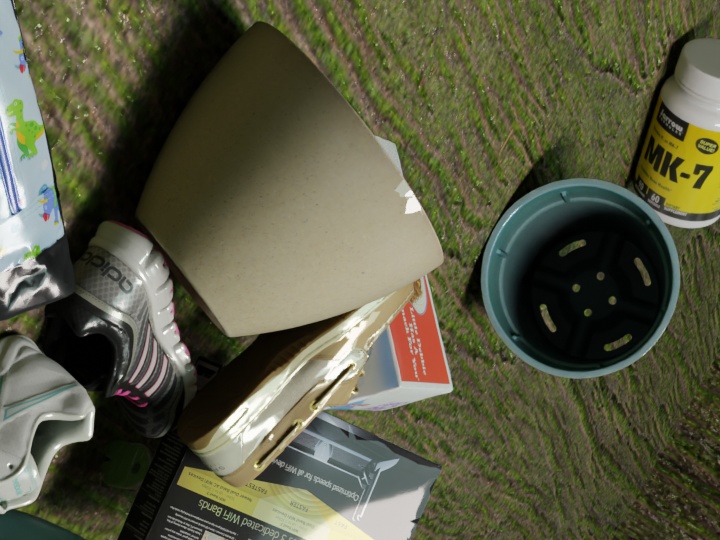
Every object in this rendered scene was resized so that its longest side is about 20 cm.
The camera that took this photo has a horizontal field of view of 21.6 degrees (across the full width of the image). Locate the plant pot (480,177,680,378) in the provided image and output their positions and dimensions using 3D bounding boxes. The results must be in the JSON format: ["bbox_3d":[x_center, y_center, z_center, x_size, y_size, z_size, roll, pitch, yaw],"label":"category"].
[{"bbox_3d":[0.237,0.017,1.975,0.201,0.199,0.196,-61,167,0],"label":"plant pot"}]

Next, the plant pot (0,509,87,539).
[{"bbox_3d":[-0.234,0.242,1.191,0.201,0.160,0.201,-48,159,-26],"label":"plant pot"}]

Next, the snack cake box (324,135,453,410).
[{"bbox_3d":[0.000,0.000,1.403,0.115,0.067,0.201,14,62,-69],"label":"snack cake box"}]

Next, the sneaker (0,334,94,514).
[{"bbox_3d":[-0.243,0.121,1.145,0.200,0.080,0.071,-45,156,-32],"label":"sneaker"}]

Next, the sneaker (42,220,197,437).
[{"bbox_3d":[-0.166,0.056,1.252,0.087,0.074,0.201,-44,152,-27],"label":"sneaker"}]

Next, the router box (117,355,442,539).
[{"bbox_3d":[-0.058,0.174,1.367,0.199,0.052,0.158,27,84,-26],"label":"router box"}]

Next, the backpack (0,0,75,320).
[{"bbox_3d":[-0.216,-0.089,0.849,0.153,0.163,0.201,-19,129,-40],"label":"backpack"}]

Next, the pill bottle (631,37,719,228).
[{"bbox_3d":[0.391,-0.160,2.185,0.114,0.114,0.201,-38,148,-46],"label":"pill bottle"}]

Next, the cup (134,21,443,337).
[{"bbox_3d":[-0.063,-0.040,1.235,0.143,0.200,0.201,-38,155,-7],"label":"cup"}]

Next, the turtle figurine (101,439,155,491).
[{"bbox_3d":[-0.119,0.142,1.459,0.144,0.201,0.194,-36,139,16],"label":"turtle figurine"}]

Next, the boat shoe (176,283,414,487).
[{"bbox_3d":[-0.036,0.068,1.305,0.200,0.074,0.067,-40,119,-11],"label":"boat shoe"}]
